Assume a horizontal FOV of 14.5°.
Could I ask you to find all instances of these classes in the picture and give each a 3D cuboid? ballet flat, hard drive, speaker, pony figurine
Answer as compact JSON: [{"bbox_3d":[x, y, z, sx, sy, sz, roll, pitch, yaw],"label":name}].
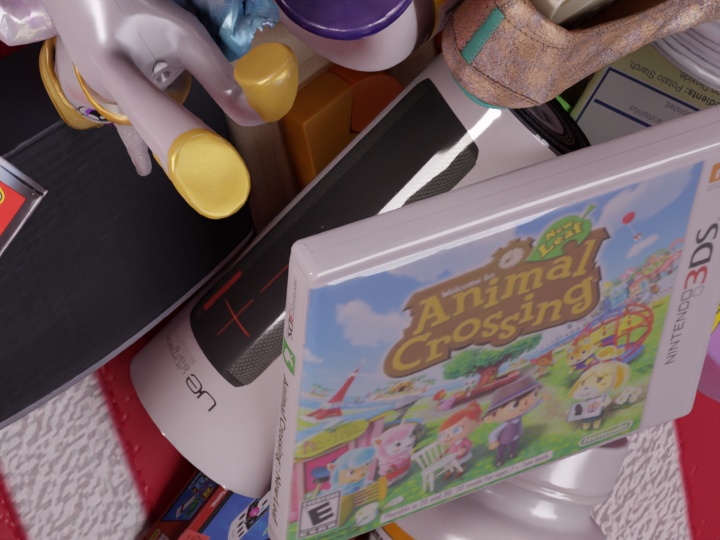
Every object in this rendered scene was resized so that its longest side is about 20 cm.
[{"bbox_3d":[0.115,-0.124,1.077,0.200,0.068,0.067,-37,163,-34],"label":"ballet flat"},{"bbox_3d":[-0.129,-0.010,1.082,0.200,0.042,0.135,-35,135,-24],"label":"hard drive"},{"bbox_3d":[0.000,0.000,1.143,0.200,0.081,0.081,-44,143,17],"label":"speaker"},{"bbox_3d":[-0.102,-0.106,0.937,0.166,0.200,0.193,-38,106,-12],"label":"pony figurine"}]

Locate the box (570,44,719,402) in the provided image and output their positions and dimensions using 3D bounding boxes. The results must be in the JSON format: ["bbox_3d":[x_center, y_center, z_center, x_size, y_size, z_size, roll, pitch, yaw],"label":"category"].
[{"bbox_3d":[0.184,-0.054,1.304,0.200,0.097,0.176,-57,147,-5],"label":"box"}]

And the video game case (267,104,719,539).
[{"bbox_3d":[0.059,0.026,1.132,0.199,0.022,0.182,-18,143,-20],"label":"video game case"}]

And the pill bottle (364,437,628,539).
[{"bbox_3d":[0.049,0.154,1.314,0.111,0.111,0.201,8,109,-47],"label":"pill bottle"}]

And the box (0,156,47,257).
[{"bbox_3d":[-0.210,0.022,0.983,0.110,0.035,0.200,34,88,-11],"label":"box"}]

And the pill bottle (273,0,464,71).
[{"bbox_3d":[0.046,-0.174,1.102,0.200,0.109,0.109,-40,137,-21],"label":"pill bottle"}]

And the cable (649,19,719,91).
[{"bbox_3d":[0.196,-0.164,1.189,0.200,0.200,0.069,-35,164,-2],"label":"cable"}]

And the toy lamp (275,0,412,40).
[{"bbox_3d":[-0.009,-0.118,0.923,0.058,0.058,0.200,-51,171,-8],"label":"toy lamp"}]

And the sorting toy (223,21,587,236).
[{"bbox_3d":[0.029,-0.064,1.213,0.185,0.036,0.200,-38,136,-21],"label":"sorting toy"}]

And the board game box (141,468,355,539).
[{"bbox_3d":[-0.009,0.069,1.243,0.200,0.019,0.103,-52,142,12],"label":"board game box"}]
